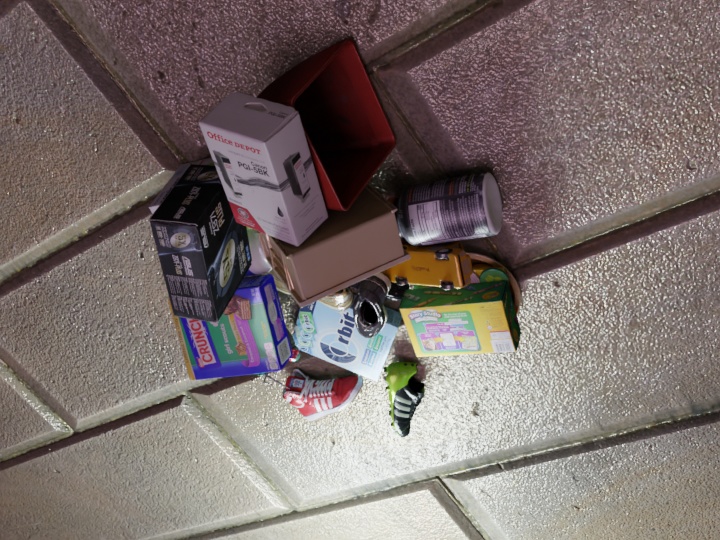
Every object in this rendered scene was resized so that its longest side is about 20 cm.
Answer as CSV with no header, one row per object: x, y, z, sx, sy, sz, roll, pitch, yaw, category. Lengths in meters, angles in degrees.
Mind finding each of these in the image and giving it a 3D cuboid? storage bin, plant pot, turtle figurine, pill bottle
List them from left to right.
-0.225,-0.044,1.709,0.198,0.113,0.113,-9,124,27,pill bottle
-0.190,0.140,1.830,0.200,0.150,0.101,45,101,-2,turtle figurine
-0.088,-0.228,1.466,0.174,0.201,0.201,-2,128,36,plant pot
-0.054,-0.059,1.488,0.198,0.199,0.095,-24,122,-13,storage bin
0.134,-0.100,1.533,0.197,0.107,0.107,-7,125,25,pill bottle

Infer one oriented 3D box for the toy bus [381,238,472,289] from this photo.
0.115,-0.014,1.578,0.198,0.078,0.066,4,112,46,toy bus

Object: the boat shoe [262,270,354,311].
-0.106,0.012,1.715,0.198,0.072,0.076,17,164,17,boat shoe

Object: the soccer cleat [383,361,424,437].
0.097,0.274,1.882,0.080,0.068,0.202,-4,127,7,soccer cleat

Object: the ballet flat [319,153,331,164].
-0.087,-0.123,1.626,0.067,0.063,0.201,20,132,3,ballet flat

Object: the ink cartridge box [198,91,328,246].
-0.146,-0.154,1.372,0.146,0.083,0.202,21,143,34,ink cartridge box

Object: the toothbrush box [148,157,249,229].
-0.256,-0.137,1.622,0.198,0.146,0.087,-9,125,27,toothbrush box

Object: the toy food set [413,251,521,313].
0.197,0.046,1.667,0.197,0.049,0.200,0,127,21,toy food set

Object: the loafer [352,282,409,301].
0.000,0.000,1.700,0.199,0.069,0.070,27,161,-8,loafer

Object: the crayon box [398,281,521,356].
0.181,0.090,1.636,0.197,0.059,0.120,-5,125,24,crayon box

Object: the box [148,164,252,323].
-0.258,-0.046,1.490,0.085,0.165,0.202,7,129,15,box

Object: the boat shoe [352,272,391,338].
0.011,0.077,1.669,0.072,0.063,0.201,26,147,10,boat shoe

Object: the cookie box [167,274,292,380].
-0.248,0.110,1.718,0.197,0.075,0.174,-8,105,20,cookie box

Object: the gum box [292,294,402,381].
-0.031,0.121,1.816,0.198,0.045,0.171,22,132,4,gum box

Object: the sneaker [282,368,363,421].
-0.089,0.251,1.926,0.112,0.072,0.199,40,132,-18,sneaker
